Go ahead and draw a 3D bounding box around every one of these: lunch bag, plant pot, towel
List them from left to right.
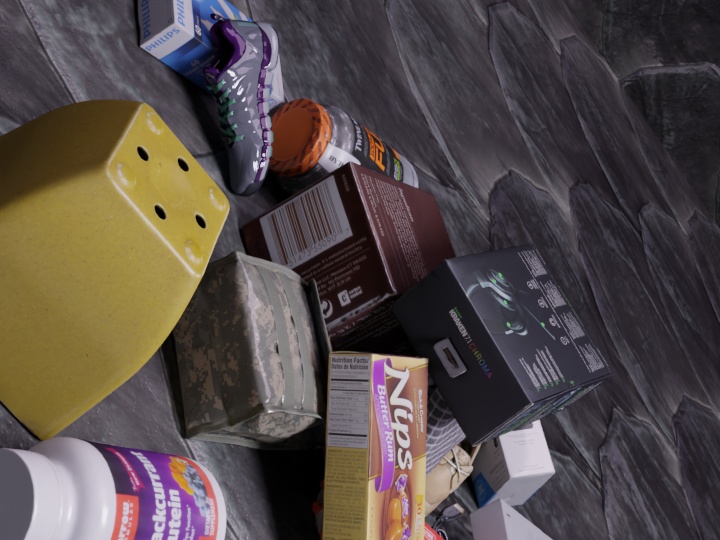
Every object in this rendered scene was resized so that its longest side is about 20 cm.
[{"bbox_3d":[-0.222,-0.024,1.065,0.195,0.199,0.196,51,27,-23],"label":"plant pot"},{"bbox_3d":[-0.088,0.088,1.307,0.199,0.117,0.166,21,54,-58],"label":"lunch bag"},{"bbox_3d":[0.102,0.147,1.493,0.085,0.166,0.199,39,31,17],"label":"towel"}]

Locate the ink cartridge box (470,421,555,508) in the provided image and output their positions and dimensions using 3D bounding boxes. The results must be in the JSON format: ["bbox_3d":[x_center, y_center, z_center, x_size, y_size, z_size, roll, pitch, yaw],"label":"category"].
[{"bbox_3d":[0.176,0.193,1.699,0.067,0.116,0.202,-3,61,-20],"label":"ink cartridge box"}]

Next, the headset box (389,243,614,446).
[{"bbox_3d":[0.148,0.075,1.383,0.199,0.093,0.175,-11,66,-54],"label":"headset box"}]

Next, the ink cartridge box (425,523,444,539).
[{"bbox_3d":[0.107,0.385,1.430,0.200,0.044,0.177,46,44,-32],"label":"ink cartridge box"}]

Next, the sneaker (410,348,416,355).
[{"bbox_3d":[0.073,0.046,1.712,0.201,0.069,0.099,60,27,-4],"label":"sneaker"}]

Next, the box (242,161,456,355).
[{"bbox_3d":[0.000,0.000,1.504,0.199,0.165,0.166,14,52,-57],"label":"box"}]

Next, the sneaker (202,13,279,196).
[{"bbox_3d":[-0.149,-0.188,1.489,0.087,0.074,0.203,6,85,-39],"label":"sneaker"}]

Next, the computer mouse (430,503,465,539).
[{"bbox_3d":[0.132,0.346,1.559,0.199,0.046,0.142,-4,76,-53],"label":"computer mouse"}]

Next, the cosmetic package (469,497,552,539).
[{"bbox_3d":[0.197,0.384,1.501,0.151,0.051,0.201,44,27,-37],"label":"cosmetic package"}]

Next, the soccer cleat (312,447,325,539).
[{"bbox_3d":[-0.011,0.218,1.389,0.078,0.069,0.202,45,28,-44],"label":"soccer cleat"}]

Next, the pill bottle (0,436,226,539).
[{"bbox_3d":[-0.203,0.187,0.996,0.199,0.111,0.113,22,46,-54],"label":"pill bottle"}]

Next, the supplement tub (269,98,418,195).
[{"bbox_3d":[-0.026,-0.126,1.629,0.199,0.122,0.124,32,39,-48],"label":"supplement tub"}]

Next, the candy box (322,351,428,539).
[{"bbox_3d":[0.016,0.183,1.285,0.116,0.056,0.203,12,80,-58],"label":"candy box"}]

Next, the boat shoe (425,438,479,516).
[{"bbox_3d":[0.100,0.233,1.585,0.073,0.065,0.200,60,25,-4],"label":"boat shoe"}]

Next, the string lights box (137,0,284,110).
[{"bbox_3d":[-0.177,-0.270,1.555,0.199,0.059,0.104,31,42,-48],"label":"string lights box"}]
